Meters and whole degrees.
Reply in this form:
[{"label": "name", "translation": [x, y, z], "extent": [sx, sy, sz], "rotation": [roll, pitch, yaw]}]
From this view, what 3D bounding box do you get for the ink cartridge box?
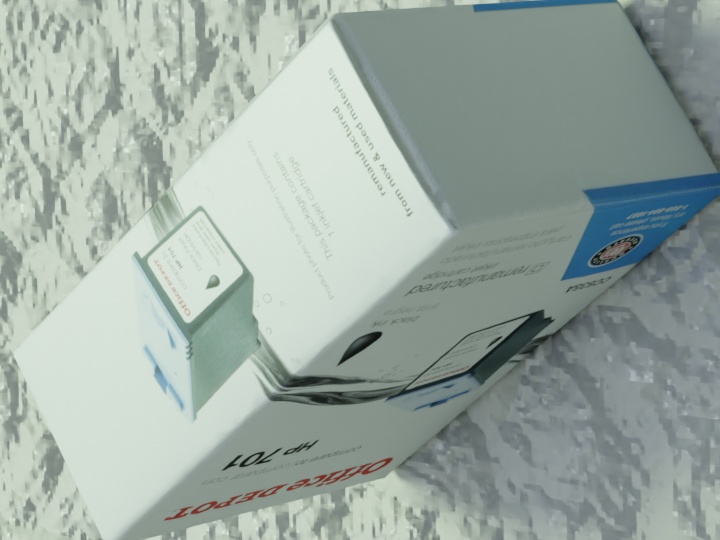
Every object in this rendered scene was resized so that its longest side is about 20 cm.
[{"label": "ink cartridge box", "translation": [0.000, 0.000, 0.842], "extent": [0.200, 0.146, 0.086], "rotation": [-45, 67, 38]}]
